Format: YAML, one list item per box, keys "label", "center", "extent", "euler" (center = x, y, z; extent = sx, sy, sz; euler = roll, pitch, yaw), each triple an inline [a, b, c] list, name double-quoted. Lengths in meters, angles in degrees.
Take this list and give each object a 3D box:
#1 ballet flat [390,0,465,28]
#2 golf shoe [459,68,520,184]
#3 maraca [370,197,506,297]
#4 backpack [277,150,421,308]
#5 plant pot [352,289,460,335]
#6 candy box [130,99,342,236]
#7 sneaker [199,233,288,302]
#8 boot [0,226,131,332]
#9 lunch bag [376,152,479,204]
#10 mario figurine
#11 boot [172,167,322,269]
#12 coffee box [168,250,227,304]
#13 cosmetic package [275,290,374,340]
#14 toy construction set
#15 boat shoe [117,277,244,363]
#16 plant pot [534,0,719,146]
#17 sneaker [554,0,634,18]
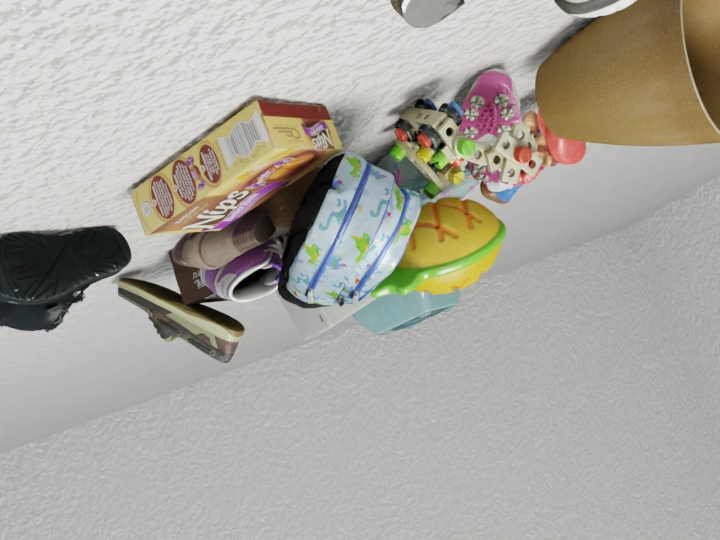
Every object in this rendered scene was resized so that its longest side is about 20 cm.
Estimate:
- label: "ballet flat"
  center: [0.110, -0.249, 0.660]
  extent: [0.198, 0.047, 0.068]
  euler: [-28, 140, 4]
- label: "golf shoe"
  center: [0.163, -0.190, 1.074]
  extent: [0.074, 0.093, 0.201]
  euler: [7, 154, 11]
- label: "maraca"
  center: [0.084, -0.021, 1.044]
  extent: [0.198, 0.109, 0.137]
  euler: [-27, -159, -20]
- label: "backpack"
  center: [-0.014, -0.045, 0.941]
  extent: [0.165, 0.152, 0.201]
  euler: [-60, 169, -19]
- label: "plant pot"
  center: [0.061, -0.007, 1.469]
  extent: [0.194, 0.203, 0.195]
  euler: [-26, 170, 32]
- label: "candy box"
  center: [-0.129, -0.102, 0.900]
  extent: [0.198, 0.057, 0.116]
  euler: [-29, 170, 32]
- label: "sneaker"
  center: [-0.100, -0.025, 1.115]
  extent: [0.200, 0.073, 0.114]
  euler: [-41, -149, -17]
- label: "boot"
  center: [-0.374, 0.023, 0.981]
  extent: [0.167, 0.077, 0.199]
  euler: [-32, 173, 33]
- label: "lunch bag"
  center: [0.079, -0.121, 1.227]
  extent: [0.158, 0.078, 0.200]
  euler: [-19, 171, -18]
- label: "mario figurine"
  center: [0.226, -0.174, 1.191]
  extent: [0.104, 0.126, 0.200]
  euler: [4, 159, -21]
- label: "boot"
  center: [-0.138, -0.066, 1.078]
  extent: [0.144, 0.071, 0.200]
  euler: [-9, -160, 39]
- label: "coffee box"
  center: [-0.172, -0.010, 1.274]
  extent: [0.112, 0.081, 0.199]
  euler: [-24, 171, 22]
- label: "cosmetic package"
  center: [0.000, 0.000, 1.129]
  extent: [0.198, 0.086, 0.107]
  euler: [-31, 180, -28]
- label: "toy construction set"
  center: [0.107, -0.135, 0.998]
  extent: [0.093, 0.131, 0.199]
  euler: [-51, -153, -19]
- label: "boat shoe"
  center: [-0.261, 0.071, 1.232]
  extent: [0.198, 0.067, 0.072]
  euler: [22, -173, 9]
- label: "plant pot"
  center: [0.299, -0.213, 0.959]
  extent: [0.198, 0.190, 0.185]
  euler: [-10, -179, 43]
- label: "sneaker"
  center: [0.231, -0.283, 0.699]
  extent: [0.079, 0.075, 0.199]
  euler: [9, 146, -45]
